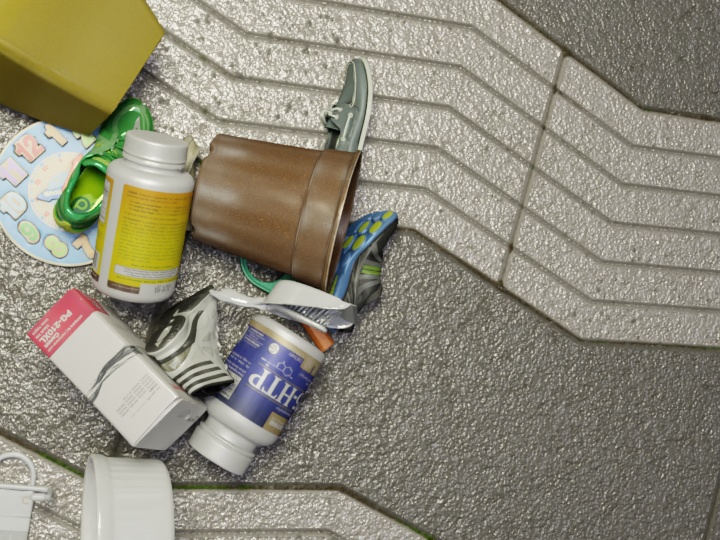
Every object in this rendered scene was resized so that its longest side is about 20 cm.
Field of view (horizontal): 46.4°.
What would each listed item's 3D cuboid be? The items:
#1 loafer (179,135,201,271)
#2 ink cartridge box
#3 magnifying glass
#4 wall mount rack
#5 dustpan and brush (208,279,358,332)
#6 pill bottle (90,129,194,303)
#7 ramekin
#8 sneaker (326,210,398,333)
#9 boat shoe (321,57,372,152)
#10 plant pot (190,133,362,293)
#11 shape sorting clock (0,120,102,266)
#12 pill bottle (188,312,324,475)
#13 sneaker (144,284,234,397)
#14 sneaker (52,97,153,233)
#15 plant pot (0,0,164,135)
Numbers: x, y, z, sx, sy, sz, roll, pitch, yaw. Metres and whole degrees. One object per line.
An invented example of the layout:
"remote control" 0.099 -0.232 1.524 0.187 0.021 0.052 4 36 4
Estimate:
"loafer" -0.255 -0.086 1.164 0.068 0.076 0.202 18 94 -16
"ink cartridge box" -0.305 0.131 1.073 0.200 0.145 0.084 42 82 12
"magnifying glass" -0.104 0.032 1.230 0.079 0.022 0.201 -36 100 -14
"wall mount rack" -0.497 0.339 1.088 0.172 0.074 0.203 8 87 -16
"dustpan and brush" -0.105 0.046 1.126 0.198 0.140 0.058 23 77 7
"pill bottle" -0.272 -0.069 1.059 0.108 0.109 0.202 10 106 -15
"ramekin" -0.303 0.339 1.085 0.097 0.200 0.203 3 89 -23
"sneaker" 0.000 0.000 1.244 0.082 0.070 0.201 35 77 -37
"boat shoe" -0.026 -0.214 1.228 0.061 0.073 0.203 7 93 -19
"plant pot" -0.114 -0.089 1.138 0.196 0.200 0.203 15 85 3
"shape sorting clock" -0.394 -0.107 1.138 0.197 0.039 0.203 0 90 -16
"pill bottle" -0.147 0.173 1.166 0.119 0.120 0.201 33 82 -13
"sneaker" -0.215 0.103 1.121 0.075 0.201 0.116 -27 106 14
"sneaker" -0.329 -0.137 1.103 0.074 0.083 0.202 32 74 -21
"plant pot" -0.369 -0.288 1.061 0.176 0.199 0.201 36 68 -23
